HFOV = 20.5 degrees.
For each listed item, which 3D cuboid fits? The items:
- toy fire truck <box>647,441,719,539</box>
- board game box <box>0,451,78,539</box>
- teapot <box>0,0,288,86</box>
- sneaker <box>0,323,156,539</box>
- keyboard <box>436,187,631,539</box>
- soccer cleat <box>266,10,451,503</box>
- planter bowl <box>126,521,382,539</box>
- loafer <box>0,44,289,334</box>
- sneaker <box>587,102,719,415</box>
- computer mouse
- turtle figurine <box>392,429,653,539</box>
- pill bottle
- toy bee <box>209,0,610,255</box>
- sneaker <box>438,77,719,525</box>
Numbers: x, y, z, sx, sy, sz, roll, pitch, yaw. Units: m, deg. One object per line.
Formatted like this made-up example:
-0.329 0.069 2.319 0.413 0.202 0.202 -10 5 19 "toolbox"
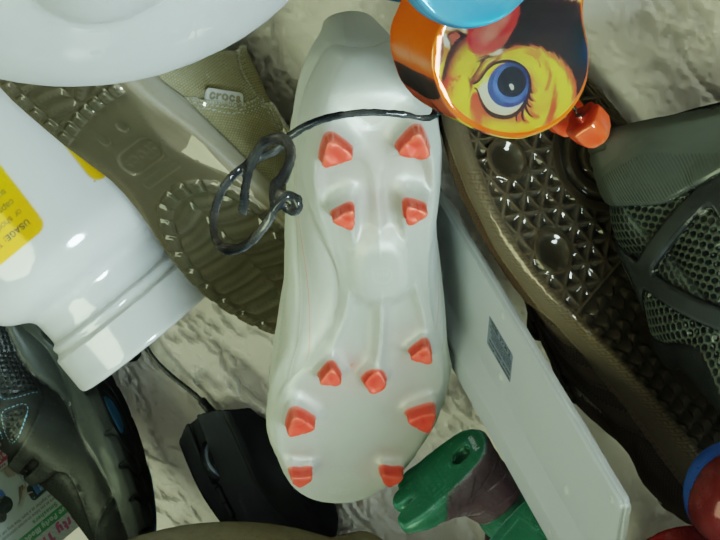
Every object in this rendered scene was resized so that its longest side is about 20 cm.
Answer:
0.155 0.120 0.635 0.167 0.113 0.201 18 123 -22 "toy fire truck"
-0.234 0.074 0.968 0.064 0.147 0.201 -3 119 52 "board game box"
-0.093 -0.170 0.628 0.199 0.198 0.147 28 147 21 "teapot"
-0.163 0.058 0.938 0.201 0.081 0.073 61 180 -7 "sneaker"
0.051 0.034 0.717 0.201 0.011 0.057 -118 29 -46 "keyboard"
0.000 0.000 0.741 0.069 0.078 0.201 0 127 -7 "soccer cleat"
-0.033 0.192 0.859 0.201 0.134 0.201 51 153 38 "planter bowl"
-0.059 -0.052 0.792 0.075 0.069 0.200 -19 123 44 "loafer"
0.161 -0.005 0.611 0.198 0.076 0.115 -11 95 47 "sneaker"
-0.083 0.064 0.925 0.200 0.034 0.059 48 140 0 "computer mouse"
0.102 0.149 0.781 0.149 0.101 0.200 1 140 51 "turtle figurine"
-0.151 -0.049 0.840 0.201 0.104 0.104 52 139 -5 "pill bottle"
0.041 -0.090 0.636 0.108 0.131 0.201 22 118 -28 "toy bee"
0.080 0.012 0.718 0.201 0.070 0.075 57 153 -2 "sneaker"
